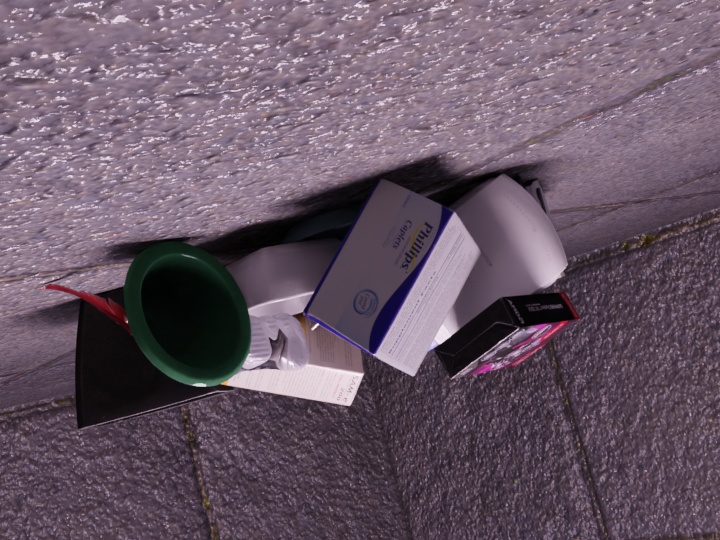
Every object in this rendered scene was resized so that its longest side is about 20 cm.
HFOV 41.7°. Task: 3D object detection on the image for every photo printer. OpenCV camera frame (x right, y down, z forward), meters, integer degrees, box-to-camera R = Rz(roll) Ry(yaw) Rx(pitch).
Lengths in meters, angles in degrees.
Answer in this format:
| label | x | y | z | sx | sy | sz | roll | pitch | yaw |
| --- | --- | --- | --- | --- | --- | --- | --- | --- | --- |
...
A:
| label | x | y | z | sx | sy | sz | roll | pitch | yaw |
| --- | --- | --- | --- | --- | --- | --- | --- | --- | --- |
| photo printer | 0.168 | -0.019 | 1.281 | 0.199 | 0.167 | 0.069 | -36 | 179 | 21 |

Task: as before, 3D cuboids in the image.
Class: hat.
| label | x | y | z | sx | sy | sz | roll | pitch | yaw |
| --- | --- | --- | --- | --- | --- | --- | --- | --- | --- |
| hat | -0.248 | 0.071 | 1.128 | 0.164 | 0.203 | 0.175 | -5 | 159 | -46 |

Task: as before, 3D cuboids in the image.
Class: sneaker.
| label | x | y | z | sx | sy | sz | roll | pitch | yaw |
| --- | --- | --- | --- | --- | --- | --- | --- | --- | --- |
| sneaker | -0.150 | 0.103 | 1.234 | 0.112 | 0.077 | 0.200 | -17 | 167 | 20 |

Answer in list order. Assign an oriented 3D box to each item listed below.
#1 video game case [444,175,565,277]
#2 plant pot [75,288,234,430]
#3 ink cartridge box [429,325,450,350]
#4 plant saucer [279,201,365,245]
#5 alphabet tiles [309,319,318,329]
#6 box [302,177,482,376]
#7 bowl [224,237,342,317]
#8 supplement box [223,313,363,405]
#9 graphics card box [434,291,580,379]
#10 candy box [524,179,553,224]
| label | x | y | z | sx | sy | sz | roll | pitch | yaw |
| --- | --- | --- | --- | --- | --- | --- | --- | --- | --- |
| video game case | 0.187 | -0.031 | 1.394 | 0.178 | 0.026 | 0.201 | -21 | 131 | 17 |
| plant pot | -0.313 | 0.118 | 1.386 | 0.197 | 0.180 | 0.200 | -16 | 173 | -2 |
| ink cartridge box | 0.139 | 0.032 | 1.390 | 0.199 | 0.042 | 0.119 | -35 | 124 | 15 |
| plant saucer | -0.018 | -0.058 | 1.261 | 0.197 | 0.028 | 0.200 | -15 | 174 | -2 |
| alphabet tiles | 0.000 | 0.000 | 1.340 | 0.200 | 0.006 | 0.167 | -42 | -163 | 9 |
| box | 0.045 | 0.013 | 1.133 | 0.104 | 0.186 | 0.200 | 28 | 176 | 20 |
| bowl | -0.101 | 0.015 | 1.238 | 0.198 | 0.076 | 0.199 | -9 | 171 | -40 |
| supplement box | -0.101 | 0.113 | 1.372 | 0.197 | 0.127 | 0.074 | 12 | 127 | -14 |
| graphics card box | 0.199 | 0.084 | 1.262 | 0.125 | 0.051 | 0.199 | -40 | 158 | 28 |
| candy box | 0.198 | -0.069 | 1.486 | 0.197 | 0.073 | 0.168 | -18 | 174 | 13 |
